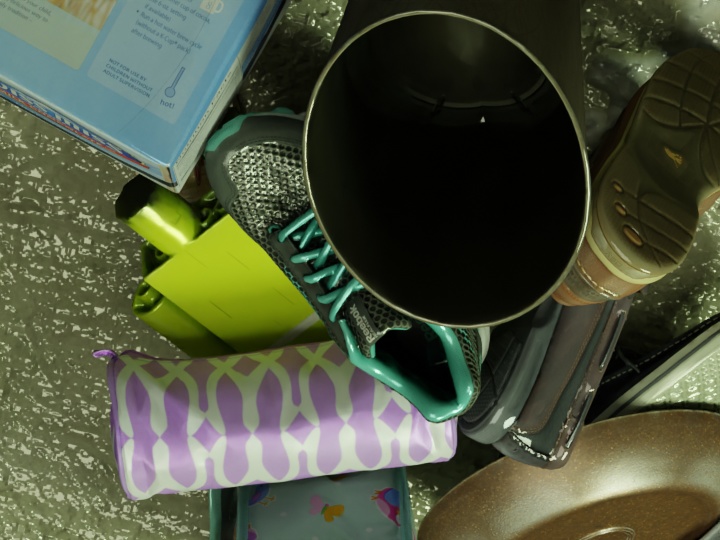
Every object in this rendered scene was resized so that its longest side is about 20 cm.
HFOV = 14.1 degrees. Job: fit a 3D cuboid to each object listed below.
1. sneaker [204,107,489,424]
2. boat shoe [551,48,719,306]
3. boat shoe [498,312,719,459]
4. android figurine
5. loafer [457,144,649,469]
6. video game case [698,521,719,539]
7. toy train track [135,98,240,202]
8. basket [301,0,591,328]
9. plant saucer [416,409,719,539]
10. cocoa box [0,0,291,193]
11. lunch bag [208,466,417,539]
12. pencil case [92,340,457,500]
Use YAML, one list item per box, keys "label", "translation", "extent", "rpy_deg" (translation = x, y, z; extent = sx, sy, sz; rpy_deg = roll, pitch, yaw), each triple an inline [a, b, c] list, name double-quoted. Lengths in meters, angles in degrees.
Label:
- label: "sneaker"
  translation: [0.000, 0.000, 1.466]
  extent: [0.078, 0.091, 0.200]
  rpy_deg: [-41, 113, 14]
- label: "boat shoe"
  translation: [0.147, -0.049, 1.487]
  extent: [0.072, 0.200, 0.068]
  rpy_deg: [47, 131, -6]
- label: "boat shoe"
  translation: [0.148, 0.071, 1.638]
  extent: [0.074, 0.062, 0.200]
  rpy_deg: [9, 143, -44]
- label: "android figurine"
  translation: [-0.034, -0.008, 1.585]
  extent: [0.182, 0.041, 0.200]
  rpy_deg: [-38, 127, 22]
- label: "loafer"
  translation: [0.123, 0.012, 1.561]
  extent: [0.063, 0.072, 0.201]
  rpy_deg: [31, 84, -19]
- label: "video game case"
  translation: [0.278, 0.193, 1.710]
  extent: [0.199, 0.023, 0.182]
  rpy_deg: [21, 130, -27]
- label: "toy train track"
  translation: [-0.059, -0.012, 1.628]
  extent: [0.114, 0.033, 0.201]
  rpy_deg: [-8, 125, 12]
- label: "basket"
  translation: [0.050, -0.102, 1.448]
  extent: [0.135, 0.200, 0.181]
  rpy_deg: [-6, 124, 11]
- label: "plant saucer"
  translation: [0.132, 0.142, 1.653]
  extent: [0.199, 0.037, 0.201]
  rpy_deg: [-15, 154, -7]
- label: "cocoa box"
  translation: [-0.145, -0.146, 1.429]
  extent: [0.199, 0.131, 0.134]
  rpy_deg: [29, 86, 1]
- label: "lunch bag"
  translation: [-0.027, 0.184, 1.662]
  extent: [0.121, 0.200, 0.171]
  rpy_deg: [-3, 127, -6]
- label: "pencil case"
  translation: [-0.041, 0.072, 1.576]
  extent: [0.199, 0.084, 0.086]
  rpy_deg: [-8, 93, -5]
